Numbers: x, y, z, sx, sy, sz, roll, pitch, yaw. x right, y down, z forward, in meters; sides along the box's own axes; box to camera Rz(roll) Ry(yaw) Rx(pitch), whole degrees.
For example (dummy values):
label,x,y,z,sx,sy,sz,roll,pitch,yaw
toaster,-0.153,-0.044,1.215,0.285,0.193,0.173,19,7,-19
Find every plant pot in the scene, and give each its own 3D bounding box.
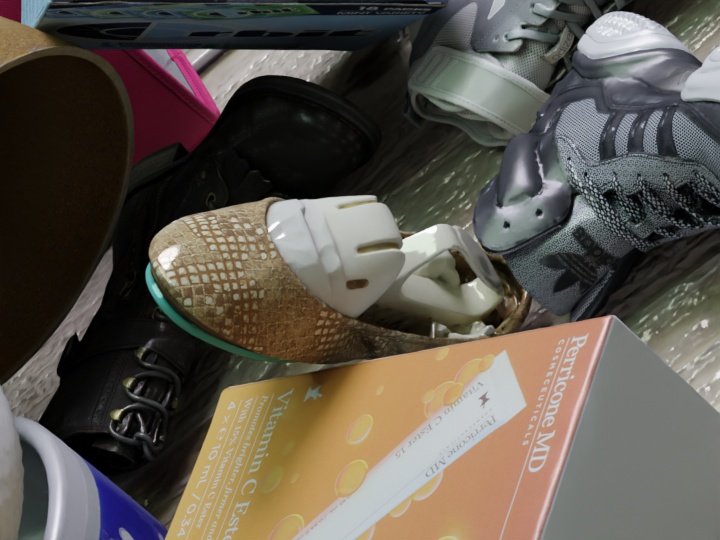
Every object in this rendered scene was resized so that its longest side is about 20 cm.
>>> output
label,x,y,z,sx,sy,sz,roll,pitch,yaw
plant pot,-0.238,-0.058,1.129,0.199,0.186,0.187,30,78,23

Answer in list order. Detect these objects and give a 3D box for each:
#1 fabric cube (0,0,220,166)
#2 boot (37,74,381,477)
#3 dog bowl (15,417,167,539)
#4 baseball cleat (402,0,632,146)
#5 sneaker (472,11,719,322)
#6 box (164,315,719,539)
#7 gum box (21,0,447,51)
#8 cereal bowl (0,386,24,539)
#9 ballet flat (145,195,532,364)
label,x,y,z,sx,sy,sz,roll,pitch,yaw
fabric cube,-0.227,-0.103,1.333,0.199,0.196,0.200,-45,31,7
boot,-0.076,0.014,1.144,0.200,0.069,0.175,-27,36,50
dog bowl,-0.171,0.167,1.061,0.200,0.079,0.201,-33,34,26
baseball cleat,0.093,-0.112,1.068,0.200,0.070,0.107,-29,41,48
sneaker,0.111,-0.025,0.932,0.114,0.075,0.200,-50,24,0
box,0.026,0.105,0.870,0.199,0.097,0.125,-13,46,45
gum box,-0.064,-0.129,1.126,0.200,0.169,0.045,-178,88,-79
cereal bowl,-0.202,0.112,0.975,0.199,0.083,0.201,-26,47,31
ballet flat,0.000,0.000,0.934,0.065,0.200,0.071,-39,66,23
